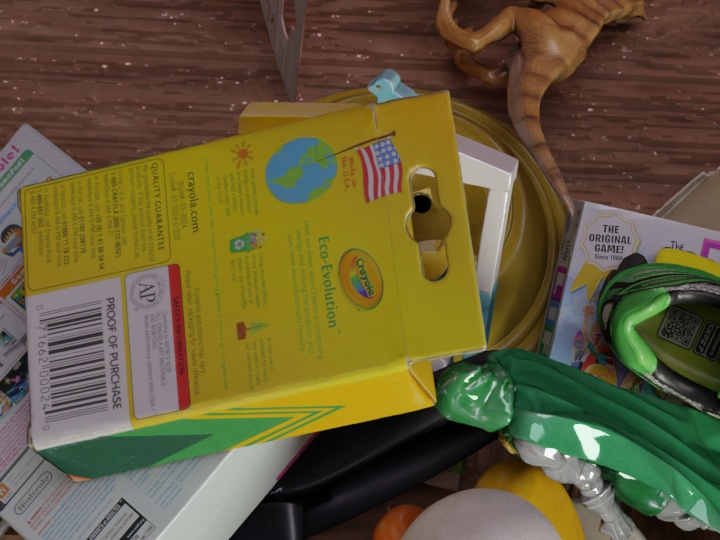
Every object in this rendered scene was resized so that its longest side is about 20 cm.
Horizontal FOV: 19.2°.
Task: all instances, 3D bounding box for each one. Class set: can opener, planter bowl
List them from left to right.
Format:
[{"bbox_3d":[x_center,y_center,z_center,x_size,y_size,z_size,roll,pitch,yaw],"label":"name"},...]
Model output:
[{"bbox_3d":[-0.007,0.097,0.996,0.199,0.063,0.079,-28,56,7],"label":"can opener"},{"bbox_3d":[0.025,-0.019,1.068,0.199,0.084,0.201,2,68,-6],"label":"planter bowl"}]

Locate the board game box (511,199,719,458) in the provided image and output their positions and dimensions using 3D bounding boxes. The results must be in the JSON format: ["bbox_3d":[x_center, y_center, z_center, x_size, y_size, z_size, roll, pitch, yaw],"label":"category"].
[{"bbox_3d":[0.187,0.052,1.052,0.199,0.034,0.135,12,91,-7],"label":"board game box"}]

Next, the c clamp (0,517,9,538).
[{"bbox_3d":[-0.142,0.227,0.977,0.200,0.027,0.171,39,70,8],"label":"c clamp"}]

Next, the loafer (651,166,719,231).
[{"bbox_3d":[0.197,-0.024,1.099,0.200,0.068,0.076,-36,77,-19],"label":"loafer"}]

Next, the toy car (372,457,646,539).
[{"bbox_3d":[0.057,0.193,0.961,0.149,0.175,0.201,-19,73,24],"label":"toy car"}]

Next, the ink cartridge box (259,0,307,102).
[{"bbox_3d":[-0.033,-0.209,1.092,0.050,0.162,0.201,-12,71,-10],"label":"ink cartridge box"}]

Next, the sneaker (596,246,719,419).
[{"bbox_3d":[0.202,0.052,0.973,0.199,0.085,0.078,16,105,7],"label":"sneaker"}]

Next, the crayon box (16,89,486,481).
[{"bbox_3d":[-0.044,0.007,0.914,0.199,0.051,0.128,-12,64,12],"label":"crayon box"}]

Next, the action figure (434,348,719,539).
[{"bbox_3d":[0.116,0.083,0.952,0.199,0.055,0.118,26,24,-25],"label":"action figure"}]

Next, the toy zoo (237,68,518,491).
[{"bbox_3d":[0.000,0.000,1.001,0.131,0.201,0.020,12,26,11],"label":"toy zoo"}]

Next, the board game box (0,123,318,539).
[{"bbox_3d":[-0.129,0.048,0.986,0.200,0.064,0.148,38,82,26],"label":"board game box"}]

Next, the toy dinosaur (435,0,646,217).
[{"bbox_3d":[0.091,-0.111,1.094,0.106,0.061,0.200,9,38,24],"label":"toy dinosaur"}]
